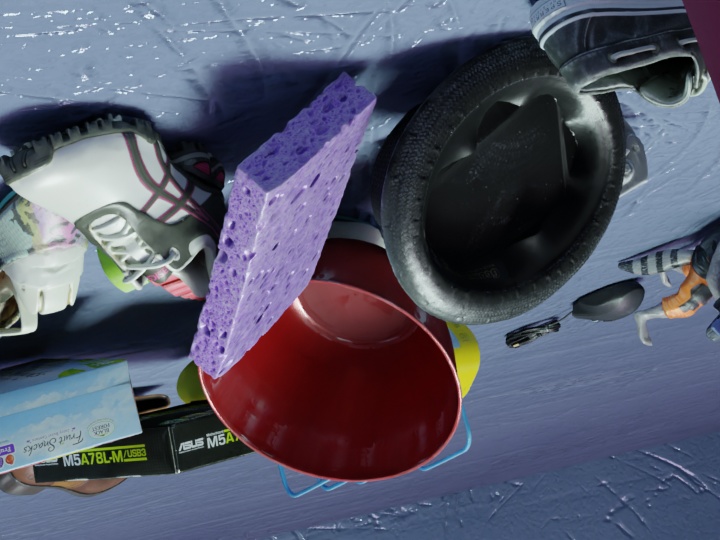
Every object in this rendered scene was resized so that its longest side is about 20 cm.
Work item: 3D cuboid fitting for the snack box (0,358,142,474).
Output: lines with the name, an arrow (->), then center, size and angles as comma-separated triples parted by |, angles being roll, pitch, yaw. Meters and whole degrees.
snack box -> -0.293, 0.120, 1.403 | 0.167, 0.068, 0.199 | -14, -174, -30

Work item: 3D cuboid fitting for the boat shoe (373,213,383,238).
boat shoe -> 0.043, -0.048, 1.289 | 0.066, 0.074, 0.200 | -1, 157, 2

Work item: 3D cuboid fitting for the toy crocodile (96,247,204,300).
toy crocodile -> -0.125, -0.008, 1.232 | 0.067, 0.062, 0.200 | -19, 167, 13

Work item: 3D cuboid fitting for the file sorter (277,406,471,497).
file sorter -> 0.008, 0.176, 1.997 | 0.199, 0.124, 0.139 | -7, 163, -33

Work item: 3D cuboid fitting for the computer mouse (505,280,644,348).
computer mouse -> 0.246, 0.059, 2.000 | 0.058, 0.034, 0.199 | -4, 162, -45

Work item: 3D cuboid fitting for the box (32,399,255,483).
box -> -0.152, 0.142, 1.509 | 0.192, 0.048, 0.199 | -7, -178, 43

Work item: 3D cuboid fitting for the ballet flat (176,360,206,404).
ballet flat -> -0.089, 0.082, 1.627 | 0.198, 0.067, 0.067 | -9, 151, 16

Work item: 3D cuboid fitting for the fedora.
fedora -> 0.076, -0.065, 1.129 | 0.199, 0.203, 0.091 | -6, -161, -36

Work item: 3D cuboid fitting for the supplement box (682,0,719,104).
supplement box -> 0.282, -0.165, 0.936 | 0.198, 0.132, 0.103 | -15, 165, -6

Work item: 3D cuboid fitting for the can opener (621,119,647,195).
can opener -> 0.138, -0.057, 1.270 | 0.199, 0.054, 0.067 | -28, -170, -38

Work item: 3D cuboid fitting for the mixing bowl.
mixing bowl -> -0.013, 0.051, 1.302 | 0.198, 0.109, 0.201 | 8, 131, 9

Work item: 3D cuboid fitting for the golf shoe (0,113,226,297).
golf shoe -> -0.137, -0.038, 1.049 | 0.077, 0.089, 0.200 | -21, 165, 26

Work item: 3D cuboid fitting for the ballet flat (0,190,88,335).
ballet flat -> -0.221, 0.003, 1.144 | 0.069, 0.072, 0.200 | -6, 163, -33

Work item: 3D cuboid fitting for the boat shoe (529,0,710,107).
boat shoe -> 0.183, -0.133, 1.073 | 0.199, 0.072, 0.072 | -6, 163, -38

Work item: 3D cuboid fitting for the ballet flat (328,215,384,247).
ballet flat -> 0.000, 0.000, 1.406 | 0.069, 0.070, 0.200 | -21, 166, 19

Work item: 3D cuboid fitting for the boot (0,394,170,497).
boot -> -0.266, 0.169, 1.832 | 0.187, 0.069, 0.200 | 7, 147, -42

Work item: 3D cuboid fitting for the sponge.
sponge -> -0.052, -0.024, 1.092 | 0.112, 0.030, 0.201 | -47, 167, -37

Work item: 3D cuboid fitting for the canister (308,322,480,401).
canister -> -0.010, 0.066, 1.492 | 0.199, 0.148, 0.087 | -6, 128, -46

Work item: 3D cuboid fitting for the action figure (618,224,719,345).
action figure -> 0.353, 0.002, 1.758 | 0.193, 0.105, 0.200 | -34, -176, 39
